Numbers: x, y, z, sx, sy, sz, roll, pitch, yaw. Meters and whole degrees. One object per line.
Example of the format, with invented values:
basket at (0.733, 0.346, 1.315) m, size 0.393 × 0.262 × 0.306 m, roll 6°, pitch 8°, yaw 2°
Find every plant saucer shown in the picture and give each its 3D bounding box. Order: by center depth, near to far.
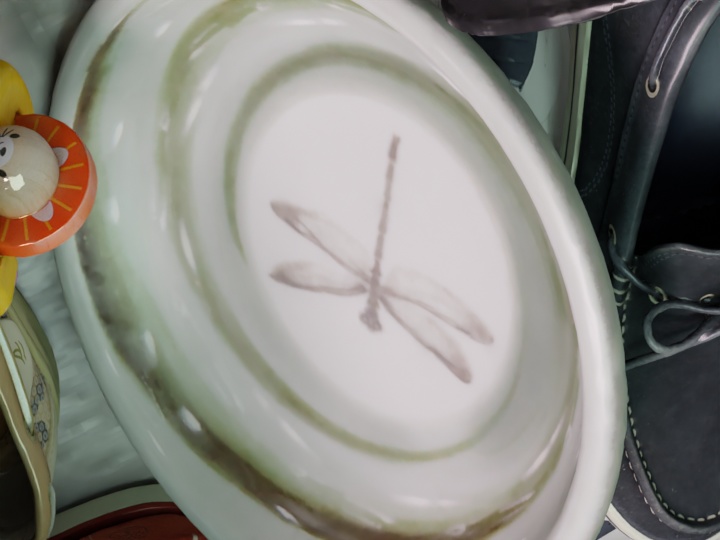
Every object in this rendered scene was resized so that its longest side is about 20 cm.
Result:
plant saucer at (0.000, 0.000, 0.789) m, size 0.050 × 0.200 × 0.201 m, roll -30°, pitch 139°, yaw -42°

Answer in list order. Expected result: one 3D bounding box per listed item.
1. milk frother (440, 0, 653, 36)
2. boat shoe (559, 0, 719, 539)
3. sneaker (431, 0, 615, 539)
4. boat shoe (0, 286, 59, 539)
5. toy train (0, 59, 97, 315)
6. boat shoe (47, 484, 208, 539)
milk frother at (0.079, -0.168, 0.636) m, size 0.199 × 0.181 × 0.189 m, roll -23°, pitch 108°, yaw 3°
boat shoe at (0.091, -0.008, 0.785) m, size 0.074 × 0.062 × 0.201 m, roll -14°, pitch 120°, yaw -27°
sneaker at (0.071, -0.001, 0.864) m, size 0.129 × 0.079 × 0.200 m, roll -12°, pitch 116°, yaw -26°
boat shoe at (-0.137, -0.002, 0.795) m, size 0.073 × 0.063 × 0.200 m, roll -32°, pitch 128°, yaw 6°
toy train at (-0.099, -0.041, 0.705) m, size 0.055 × 0.150 × 0.201 m, roll 2°, pitch 95°, yaw 11°
boat shoe at (-0.126, 0.133, 0.900) m, size 0.199 × 0.063 × 0.071 m, roll -25°, pitch 131°, yaw 2°
